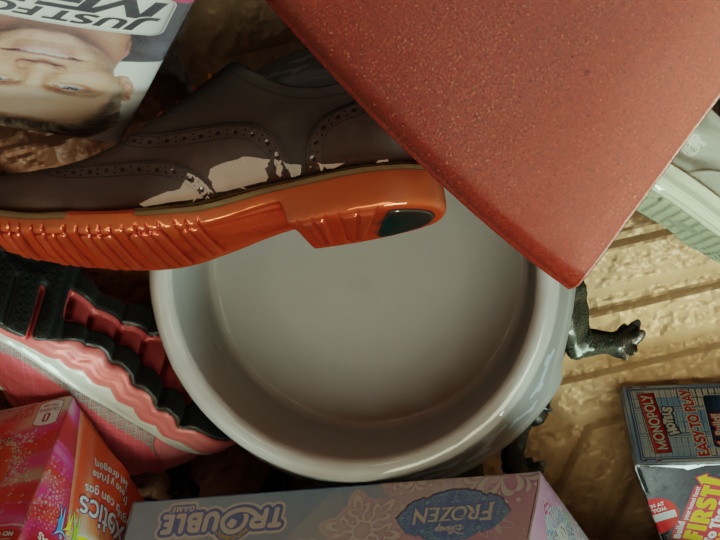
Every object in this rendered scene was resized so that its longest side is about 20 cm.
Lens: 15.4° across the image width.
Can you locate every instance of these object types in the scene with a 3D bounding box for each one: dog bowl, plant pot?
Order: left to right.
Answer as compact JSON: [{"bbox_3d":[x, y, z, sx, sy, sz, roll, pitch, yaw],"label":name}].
[{"bbox_3d":[0.000,0.000,1.143,0.199,0.059,0.201,1,94,7],"label":"dog bowl"},{"bbox_3d":[0.061,-0.151,1.040,0.176,0.200,0.200,29,116,-12],"label":"plant pot"}]

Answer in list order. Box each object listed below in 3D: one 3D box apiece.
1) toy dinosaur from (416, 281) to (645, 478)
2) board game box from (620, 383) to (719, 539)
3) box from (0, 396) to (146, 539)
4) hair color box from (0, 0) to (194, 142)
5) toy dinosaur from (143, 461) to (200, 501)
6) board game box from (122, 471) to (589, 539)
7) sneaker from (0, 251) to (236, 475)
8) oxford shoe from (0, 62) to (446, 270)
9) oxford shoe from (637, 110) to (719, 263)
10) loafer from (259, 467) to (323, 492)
[{"bbox_3d":[0.062,0.035,1.207,0.102,0.077,0.200,38,84,-31],"label":"toy dinosaur"},{"bbox_3d":[0.211,0.129,1.315,0.199,0.062,0.200,10,126,-11],"label":"board game box"},{"bbox_3d":[-0.201,0.138,1.204,0.199,0.100,0.096,-12,128,27],"label":"box"},{"bbox_3d":[-0.121,-0.115,1.040,0.100,0.061,0.200,8,162,-13],"label":"hair color box"},{"bbox_3d":[-0.104,0.139,1.288,0.088,0.048,0.200,-24,125,27],"label":"toy dinosaur"},{"bbox_3d":[0.024,0.163,1.189,0.199,0.043,0.199,-6,143,27],"label":"board game box"},{"bbox_3d":[-0.148,0.034,1.197,0.200,0.074,0.087,37,132,-20],"label":"sneaker"},{"bbox_3d":[-0.067,-0.044,1.093,0.199,0.073,0.071,-6,168,2],"label":"oxford shoe"},{"bbox_3d":[0.166,-0.035,1.176,0.200,0.075,0.058,31,80,-49],"label":"oxford shoe"},{"bbox_3d":[-0.007,0.104,1.259,0.067,0.076,0.200,8,125,-11],"label":"loafer"}]
